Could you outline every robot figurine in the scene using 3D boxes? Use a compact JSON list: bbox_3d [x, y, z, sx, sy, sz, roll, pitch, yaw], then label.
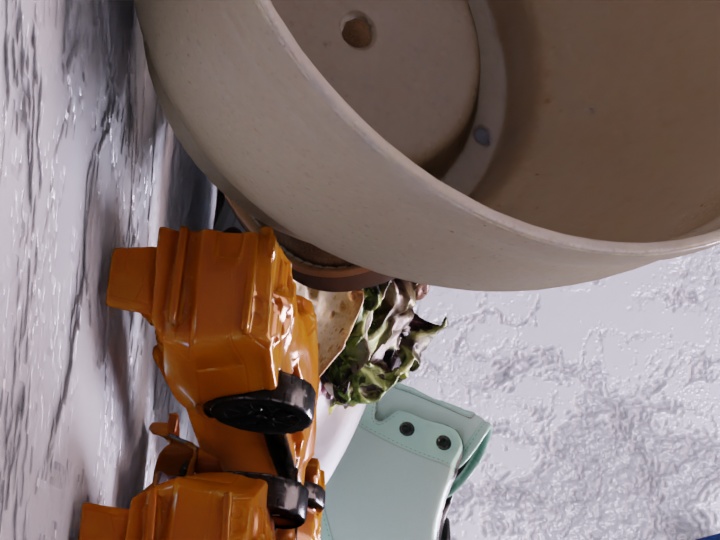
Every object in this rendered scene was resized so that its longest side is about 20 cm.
[{"bbox_3d":[-0.041,0.066,0.711,0.200,0.058,0.146,89,6,-70],"label":"robot figurine"}]

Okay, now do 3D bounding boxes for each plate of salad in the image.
[{"bbox_3d":[0.000,0.000,0.877,0.200,0.048,0.202,13,90,-74],"label":"plate of salad"}]

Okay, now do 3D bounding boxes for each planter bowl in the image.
[{"bbox_3d":[0.020,-0.080,0.639,0.135,0.199,0.202,-33,-133,57],"label":"planter bowl"}]

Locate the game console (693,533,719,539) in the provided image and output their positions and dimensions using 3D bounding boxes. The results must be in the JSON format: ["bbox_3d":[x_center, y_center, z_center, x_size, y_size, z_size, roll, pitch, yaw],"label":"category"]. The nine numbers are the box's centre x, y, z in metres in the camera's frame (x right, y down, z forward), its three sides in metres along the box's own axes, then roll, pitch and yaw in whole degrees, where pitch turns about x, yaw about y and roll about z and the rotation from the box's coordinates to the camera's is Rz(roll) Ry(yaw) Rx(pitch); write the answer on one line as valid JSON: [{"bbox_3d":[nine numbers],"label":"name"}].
[{"bbox_3d":[0.014,0.163,0.635,0.200,0.118,0.172,-30,130,-55],"label":"game console"}]

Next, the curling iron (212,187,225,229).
[{"bbox_3d":[-0.043,-0.054,0.921,0.050,0.025,0.202,-70,166,-61],"label":"curling iron"}]

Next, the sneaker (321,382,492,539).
[{"bbox_3d":[-0.002,0.038,1.018,0.074,0.117,0.202,84,9,-75],"label":"sneaker"}]

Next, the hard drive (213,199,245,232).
[{"bbox_3d":[-0.011,-0.042,0.935,0.132,0.026,0.201,72,34,-62],"label":"hard drive"}]

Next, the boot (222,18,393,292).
[{"bbox_3d":[-0.022,-0.081,0.755,0.076,0.073,0.201,75,0,-50],"label":"boot"}]
